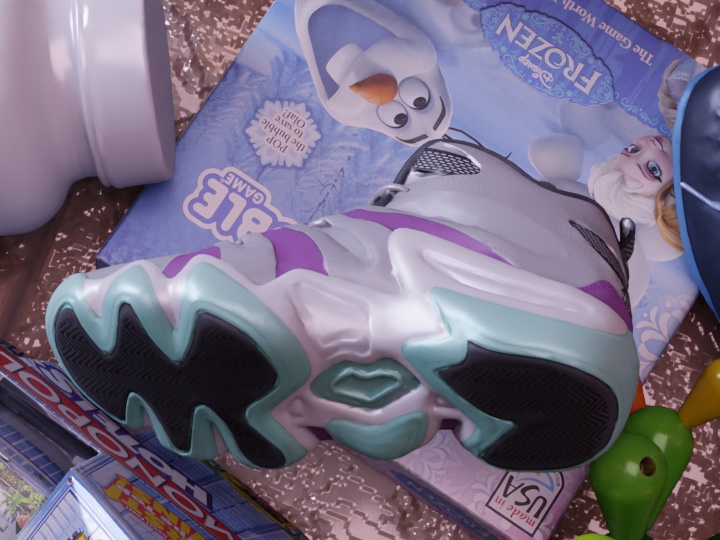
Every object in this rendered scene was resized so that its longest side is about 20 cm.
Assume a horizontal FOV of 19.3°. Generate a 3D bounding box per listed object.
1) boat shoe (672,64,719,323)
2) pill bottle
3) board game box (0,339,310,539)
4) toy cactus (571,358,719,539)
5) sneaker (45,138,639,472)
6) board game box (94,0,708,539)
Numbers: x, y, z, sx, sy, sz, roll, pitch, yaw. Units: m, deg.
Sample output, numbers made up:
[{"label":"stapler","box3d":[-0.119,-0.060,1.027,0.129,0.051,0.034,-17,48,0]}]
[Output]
[{"label":"boat shoe","box3d":[0.178,0.015,0.786,0.084,0.069,0.201,-27,101,-24]},{"label":"pill bottle","box3d":[-0.170,-0.065,0.758,0.198,0.113,0.114,-5,78,0]},{"label":"board game box","box3d":[-0.096,0.082,0.696,0.200,0.200,0.062,39,93,3]},{"label":"toy cactus","box3d":[0.085,0.123,0.748,0.199,0.166,0.102,-26,36,-25]},{"label":"sneaker","box3d":[0.000,0.000,0.739,0.198,0.078,0.140,8,40,6]},{"label":"board game box","box3d":[0.034,-0.025,0.817,0.199,0.043,0.200,33,77,2]}]
